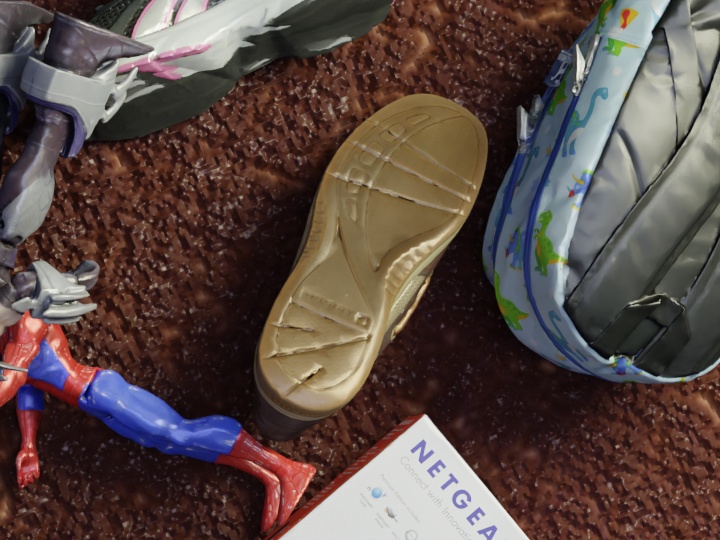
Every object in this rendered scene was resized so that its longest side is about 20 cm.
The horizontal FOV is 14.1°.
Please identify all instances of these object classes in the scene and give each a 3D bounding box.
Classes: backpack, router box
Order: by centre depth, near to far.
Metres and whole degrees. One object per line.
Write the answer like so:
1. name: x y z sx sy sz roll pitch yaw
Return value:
1. backpack: 0.149 -0.039 1.442 0.163 0.154 0.200 29 69 -33
2. router box: 0.023 0.203 1.449 0.179 0.049 0.200 -41 93 -9

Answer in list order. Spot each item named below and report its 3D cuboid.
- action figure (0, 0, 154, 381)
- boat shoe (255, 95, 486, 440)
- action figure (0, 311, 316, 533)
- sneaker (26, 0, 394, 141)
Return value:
1. action figure: -0.171 -0.026 1.369 0.130 0.069 0.200 21 93 33
2. boat shoe: 0.000 0.000 1.444 0.072 0.072 0.200 25 59 0
3. action figure: -0.133 0.086 1.422 0.200 0.065 0.099 33 73 -6
4. sneaker: -0.084 -0.134 1.453 0.200 0.080 0.086 -21 67 -9
